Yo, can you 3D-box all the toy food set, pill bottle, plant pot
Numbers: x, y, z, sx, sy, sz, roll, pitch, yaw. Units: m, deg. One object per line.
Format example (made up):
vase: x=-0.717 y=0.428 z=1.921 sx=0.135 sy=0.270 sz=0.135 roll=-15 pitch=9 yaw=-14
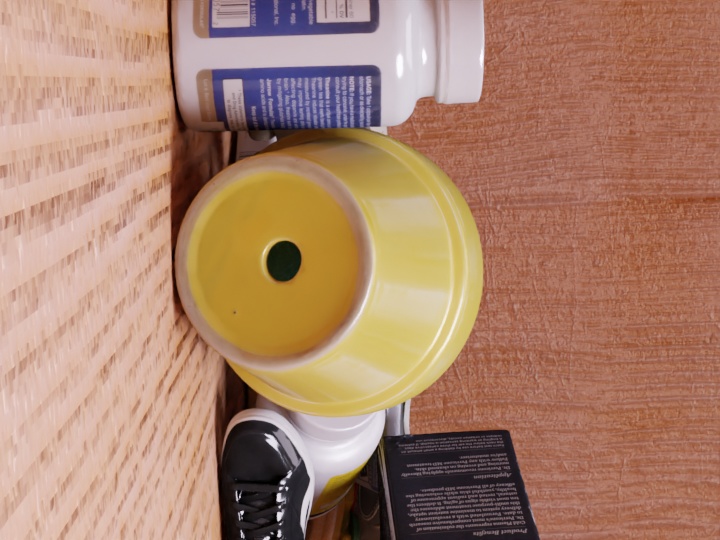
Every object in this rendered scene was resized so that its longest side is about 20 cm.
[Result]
toy food set: x=-0.045 y=0.241 z=1.341 sx=0.200 sy=0.048 sz=0.201 roll=133 pitch=-36 yaw=-62
pill bottle: x=-0.021 y=-0.150 z=0.839 sx=0.111 sy=0.196 sz=0.113 roll=178 pitch=-90 yaw=-90
pill bottle: x=-0.040 y=0.133 z=1.084 sx=0.201 sy=0.109 sz=0.113 roll=115 pitch=-25 yaw=-61
plant pot: x=-0.028 y=-0.001 z=0.842 sx=0.189 sy=0.197 sz=0.204 roll=8 pitch=79 yaw=-76

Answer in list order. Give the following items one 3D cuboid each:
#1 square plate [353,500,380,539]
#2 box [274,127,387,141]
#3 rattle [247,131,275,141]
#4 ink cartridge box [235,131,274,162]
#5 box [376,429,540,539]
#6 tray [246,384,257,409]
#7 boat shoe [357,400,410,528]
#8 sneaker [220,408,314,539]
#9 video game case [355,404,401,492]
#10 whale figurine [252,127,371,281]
square plate: x=0.003 y=0.272 z=1.321 sx=0.201 sy=0.028 sz=0.200 roll=-70 pitch=-159 yaw=3
box: x=-0.028 y=-0.137 z=1.046 sx=0.083 sy=0.068 sz=0.201 roll=-53 pitch=162 yaw=-15
rattle: x=-0.055 y=-0.180 z=1.060 sx=0.200 sy=0.140 sz=0.133 roll=112 pitch=-18 yaw=-82
ink cartridge box: x=-0.099 y=-0.049 z=1.264 sx=0.198 sy=0.043 sz=0.202 roll=-96 pitch=-175 yaw=-54
box: x=0.081 y=0.273 z=1.055 sx=0.198 sy=0.122 sz=0.203 roll=-96 pitch=-177 yaw=-60
tray: x=-0.094 y=0.183 z=1.293 sx=0.099 sy=0.036 sz=0.204 roll=92 pitch=-4 yaw=-79
boat shoe: x=0.012 y=0.150 z=1.249 sx=0.072 sy=0.061 sz=0.204 roll=4 pitch=-94 yaw=57
sneaker: x=-0.072 y=0.217 z=0.981 sx=0.112 sy=0.072 sz=0.203 roll=-87 pitch=175 yaw=-60
video game case: x=-0.019 y=0.092 z=1.211 sx=0.181 sy=0.022 sz=0.204 roll=11 pitch=-78 yaw=56
whale figurine: x=-0.041 y=-0.029 z=0.992 sx=0.160 sy=0.103 sz=0.200 roll=49 pitch=-47 yaw=10
